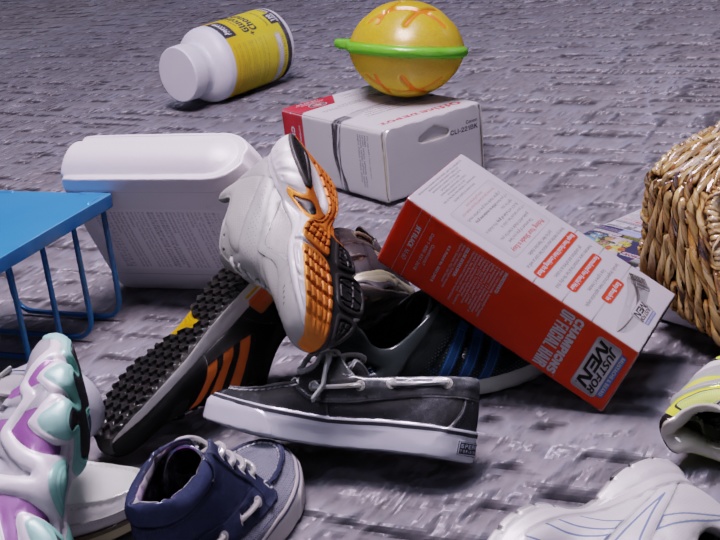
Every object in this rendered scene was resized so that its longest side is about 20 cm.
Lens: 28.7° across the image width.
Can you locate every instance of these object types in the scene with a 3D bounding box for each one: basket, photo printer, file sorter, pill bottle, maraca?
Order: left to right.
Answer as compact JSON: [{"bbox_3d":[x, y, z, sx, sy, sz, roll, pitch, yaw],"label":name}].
[{"bbox_3d":[-0.317,0.020,1.221,0.138,0.124,0.200,2,22,25],"label":"file sorter"},{"bbox_3d":[-0.158,-0.053,1.305,0.198,0.167,0.070,1,49,23],"label":"photo printer"},{"bbox_3d":[-0.199,-0.315,2.089,0.111,0.113,0.199,10,26,39],"label":"pill bottle"},{"bbox_3d":[0.045,-0.255,1.610,0.136,0.108,0.200,2,11,-19],"label":"maraca"},{"bbox_3d":[0.332,-0.034,1.071,0.198,0.144,0.149,-14,31,-23],"label":"basket"}]

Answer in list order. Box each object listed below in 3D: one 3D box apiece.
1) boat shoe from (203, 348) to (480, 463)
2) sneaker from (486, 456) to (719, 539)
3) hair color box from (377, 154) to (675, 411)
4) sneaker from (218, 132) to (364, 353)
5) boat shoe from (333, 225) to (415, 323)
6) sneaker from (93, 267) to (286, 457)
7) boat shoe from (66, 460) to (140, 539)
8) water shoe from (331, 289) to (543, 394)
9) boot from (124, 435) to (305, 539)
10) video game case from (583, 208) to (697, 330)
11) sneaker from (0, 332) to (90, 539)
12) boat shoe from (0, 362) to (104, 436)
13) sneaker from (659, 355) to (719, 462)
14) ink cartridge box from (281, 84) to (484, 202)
[{"bbox_3d":[-0.014,0.088,0.972,0.198,0.069,0.073,3,-10,25],"label":"boat shoe"},{"bbox_3d":[0.135,0.162,0.758,0.199,0.075,0.087,-22,30,-33],"label":"sneaker"},{"bbox_3d":[0.125,0.005,1.051,0.199,0.064,0.111,34,32,11],"label":"hair color box"},{"bbox_3d":[-0.058,-0.006,1.020,0.092,0.076,0.201,-31,39,18],"label":"sneaker"},{"bbox_3d":[0.000,0.000,1.142,0.074,0.074,0.200,-20,-7,1],"label":"boat shoe"},{"bbox_3d":[-0.111,0.080,1.069,0.200,0.090,0.070,-50,26,-24],"label":"sneaker"},{"bbox_3d":[-0.237,0.145,0.935,0.198,0.069,0.075,-5,19,5],"label":"boat shoe"},{"bbox_3d":[0.071,0.050,1.062,0.198,0.080,0.071,-15,22,-19],"label":"water shoe"},{"bbox_3d":[-0.086,0.134,0.877,0.072,0.091,0.200,-2,21,14],"label":"boot"},{"bbox_3d":[0.276,-0.008,1.230,0.181,0.023,0.199,-21,25,-33],"label":"video game case"},{"bbox_3d":[-0.242,0.127,0.862,0.138,0.078,0.201,-3,51,0],"label":"sneaker"},{"bbox_3d":[-0.285,0.114,1.029,0.200,0.075,0.086,-1,22,28],"label":"boat shoe"},{"bbox_3d":[0.275,0.106,0.869,0.076,0.076,0.199,-31,19,-32],"label":"sneaker"},{"bbox_3d":[0.025,-0.150,1.607,0.143,0.085,0.199,-19,23,-31],"label":"ink cartridge box"}]
